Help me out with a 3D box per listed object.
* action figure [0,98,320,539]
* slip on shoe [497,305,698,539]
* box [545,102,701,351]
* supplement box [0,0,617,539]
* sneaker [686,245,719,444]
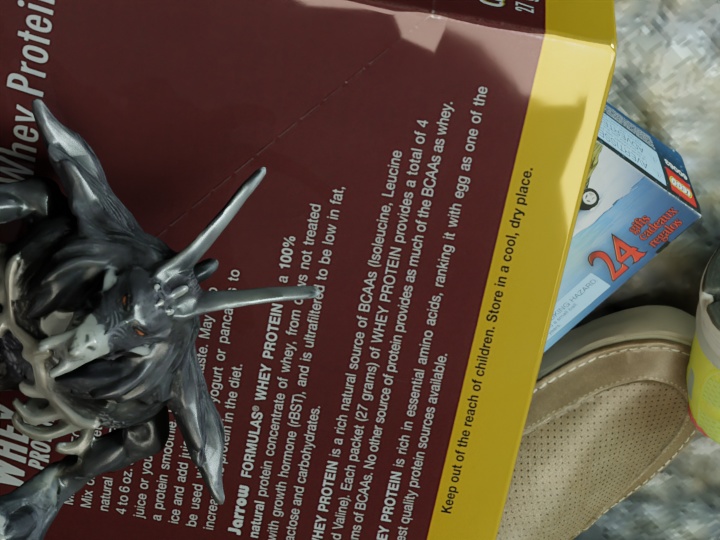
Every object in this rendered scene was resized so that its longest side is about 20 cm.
[{"bbox_3d":[-0.112,0.036,0.637,0.199,0.102,0.119,-22,105,18],"label":"action figure"},{"bbox_3d":[0.057,0.091,0.927,0.200,0.061,0.076,-35,126,19],"label":"slip on shoe"},{"bbox_3d":[0.000,0.000,0.858,0.136,0.038,0.200,32,119,-30],"label":"box"},{"bbox_3d":[-0.043,-0.027,0.729,0.199,0.133,0.198,10,121,-2],"label":"supplement box"},{"bbox_3d":[0.205,0.025,0.889,0.199,0.078,0.090,-1,140,-15],"label":"sneaker"}]
